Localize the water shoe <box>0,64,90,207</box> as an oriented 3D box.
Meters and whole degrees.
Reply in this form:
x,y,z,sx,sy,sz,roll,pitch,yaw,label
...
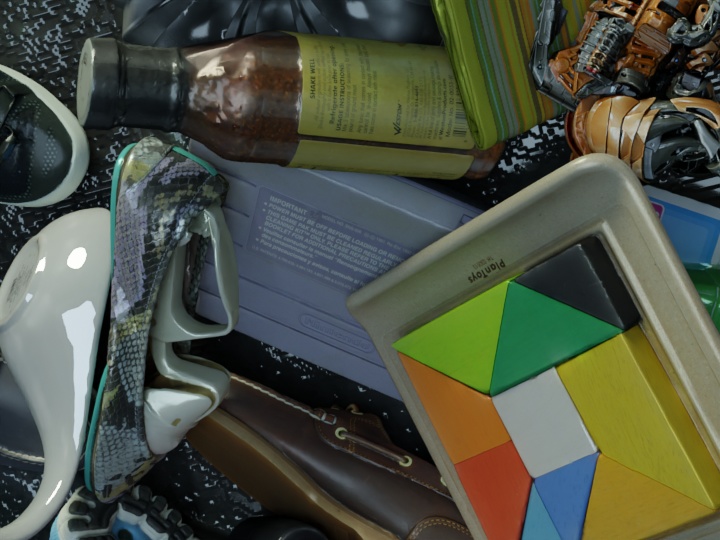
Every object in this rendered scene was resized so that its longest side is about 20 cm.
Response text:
x,y,z,sx,sy,sz,roll,pitch,yaw,label
-0.241,-0.090,0.879,0.199,0.079,0.072,28,103,4,water shoe

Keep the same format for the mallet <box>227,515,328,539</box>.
x,y,z,sx,sy,sz,roll,pitch,yaw,label
-0.001,0.208,0.898,0.041,0.066,0.200,-46,115,-22,mallet

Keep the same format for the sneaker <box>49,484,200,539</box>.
x,y,z,sx,sy,sz,roll,pitch,yaw,label
-0.092,0.199,0.914,0.200,0.078,0.090,40,129,-4,sneaker

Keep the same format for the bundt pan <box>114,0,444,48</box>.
x,y,z,sx,sy,sz,roll,pitch,yaw,label
-0.043,-0.166,0.837,0.200,0.076,0.203,1,98,9,bundt pan

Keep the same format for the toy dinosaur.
x,y,z,sx,sy,sz,roll,pitch,yaw,label
0.140,-0.070,0.761,0.135,0.102,0.201,6,116,-7,toy dinosaur

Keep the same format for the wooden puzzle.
x,y,z,sx,sy,sz,roll,pitch,yaw,label
0.094,0.068,0.767,0.185,0.037,0.201,-31,89,44,wooden puzzle

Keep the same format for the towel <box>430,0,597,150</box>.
x,y,z,sx,sy,sz,roll,pitch,yaw,label
0.125,-0.133,0.783,0.199,0.018,0.087,-26,116,-21,towel

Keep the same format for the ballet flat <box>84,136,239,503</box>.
x,y,z,sx,sy,sz,roll,pitch,yaw,label
-0.096,0.036,0.826,0.072,0.072,0.202,12,114,7,ballet flat

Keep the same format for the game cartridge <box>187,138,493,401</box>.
x,y,z,sx,sy,sz,roll,pitch,yaw,label
0.000,0.000,0.847,0.199,0.038,0.130,23,129,5,game cartridge

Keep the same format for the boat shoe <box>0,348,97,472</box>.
x,y,z,sx,sy,sz,roll,pitch,yaw,label
-0.233,0.062,0.910,0.199,0.063,0.073,26,100,4,boat shoe

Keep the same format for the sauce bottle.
x,y,z,sx,sy,sz,roll,pitch,yaw,label
-0.030,-0.080,0.772,0.199,0.066,0.067,5,101,-20,sauce bottle

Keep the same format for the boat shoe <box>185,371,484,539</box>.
x,y,z,sx,sy,sz,roll,pitch,yaw,label
-0.007,0.109,0.881,0.199,0.071,0.070,34,65,13,boat shoe

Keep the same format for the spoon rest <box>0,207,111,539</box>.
x,y,z,sx,sy,sz,roll,pitch,yaw,label
-0.165,0.058,0.853,0.060,0.201,0.099,29,149,-25,spoon rest

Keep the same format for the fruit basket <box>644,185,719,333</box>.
x,y,z,sx,sy,sz,roll,pitch,yaw,label
0.197,0.073,0.825,0.199,0.094,0.186,19,101,3,fruit basket
